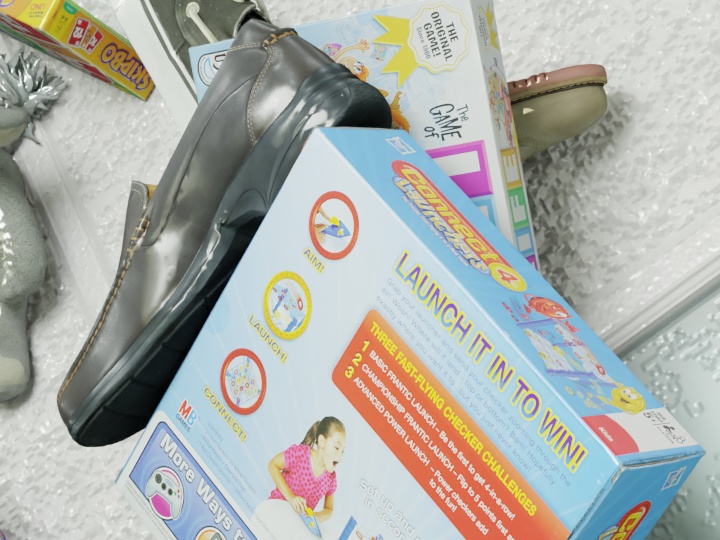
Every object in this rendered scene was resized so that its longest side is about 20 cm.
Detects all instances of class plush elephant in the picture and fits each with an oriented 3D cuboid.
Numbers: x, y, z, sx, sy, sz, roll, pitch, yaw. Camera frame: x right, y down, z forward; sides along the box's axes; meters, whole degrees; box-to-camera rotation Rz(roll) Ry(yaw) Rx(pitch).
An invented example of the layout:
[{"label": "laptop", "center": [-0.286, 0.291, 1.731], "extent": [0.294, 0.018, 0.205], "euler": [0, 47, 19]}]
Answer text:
[{"label": "plush elephant", "center": [-0.240, -0.047, 1.252], "extent": [0.164, 0.155, 0.201], "euler": [17, 81, 34]}]

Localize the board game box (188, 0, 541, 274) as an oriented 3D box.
[{"label": "board game box", "center": [0.008, -0.010, 1.067], "extent": [0.133, 0.034, 0.202], "euler": [-10, 92, 22]}]

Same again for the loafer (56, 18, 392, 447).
[{"label": "loafer", "center": [-0.070, -0.014, 1.047], "extent": [0.072, 0.073, 0.200], "euler": [43, 100, 23]}]

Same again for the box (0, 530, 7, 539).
[{"label": "box", "center": [-0.237, 0.210, 1.128], "extent": [0.192, 0.122, 0.201], "euler": [-36, 82, 14]}]

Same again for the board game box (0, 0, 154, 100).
[{"label": "board game box", "center": [-0.202, -0.149, 1.307], "extent": [0.199, 0.095, 0.030], "euler": [30, 88, 36]}]

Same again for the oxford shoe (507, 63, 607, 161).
[{"label": "oxford shoe", "center": [0.038, -0.028, 1.145], "extent": [0.199, 0.071, 0.074], "euler": [-31, 79, 21]}]

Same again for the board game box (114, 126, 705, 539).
[{"label": "board game box", "center": [0.011, 0.080, 0.986], "extent": [0.200, 0.056, 0.196], "euler": [49, 122, 30]}]

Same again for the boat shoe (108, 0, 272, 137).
[{"label": "boat shoe", "center": [-0.069, -0.108, 1.233], "extent": [0.063, 0.071, 0.201], "euler": [-35, 64, 14]}]
